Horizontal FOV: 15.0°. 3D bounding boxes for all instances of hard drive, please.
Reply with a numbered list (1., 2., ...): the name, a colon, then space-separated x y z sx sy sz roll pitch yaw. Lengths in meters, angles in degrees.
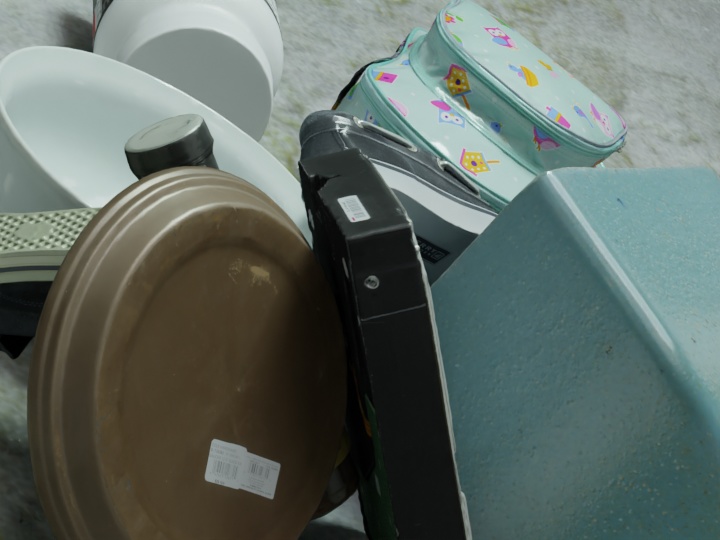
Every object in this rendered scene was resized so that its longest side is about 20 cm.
1. hard drive: 0.014 0.055 1.291 0.038 0.201 0.140 -11 18 -7

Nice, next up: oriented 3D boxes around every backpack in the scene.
1. backpack: 0.065 -0.069 1.699 0.176 0.154 0.200 40 29 2

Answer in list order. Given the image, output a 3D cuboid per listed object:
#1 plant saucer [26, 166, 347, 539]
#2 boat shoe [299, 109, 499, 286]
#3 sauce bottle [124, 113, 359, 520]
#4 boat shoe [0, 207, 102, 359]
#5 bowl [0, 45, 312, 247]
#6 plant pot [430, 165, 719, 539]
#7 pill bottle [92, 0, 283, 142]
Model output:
1. plant saucer: -0.068 0.054 1.211 0.029 0.202 0.199 3 0 38
2. boat shoe: 0.034 -0.030 1.469 0.200 0.072 0.068 26 41 -46
3. sauce bottle: -0.059 0.023 1.298 0.065 0.064 0.201 -75 146 -68
4. boat shoe: -0.170 0.009 1.254 0.198 0.063 0.075 -1 26 11
5. bowl: -0.121 -0.022 1.415 0.200 0.091 0.201 29 23 -13
6. plant pot: 0.138 0.085 1.434 0.200 0.196 0.196 54 28 20
7. pill bottle: -0.106 -0.144 1.661 0.115 0.116 0.200 26 23 -17
